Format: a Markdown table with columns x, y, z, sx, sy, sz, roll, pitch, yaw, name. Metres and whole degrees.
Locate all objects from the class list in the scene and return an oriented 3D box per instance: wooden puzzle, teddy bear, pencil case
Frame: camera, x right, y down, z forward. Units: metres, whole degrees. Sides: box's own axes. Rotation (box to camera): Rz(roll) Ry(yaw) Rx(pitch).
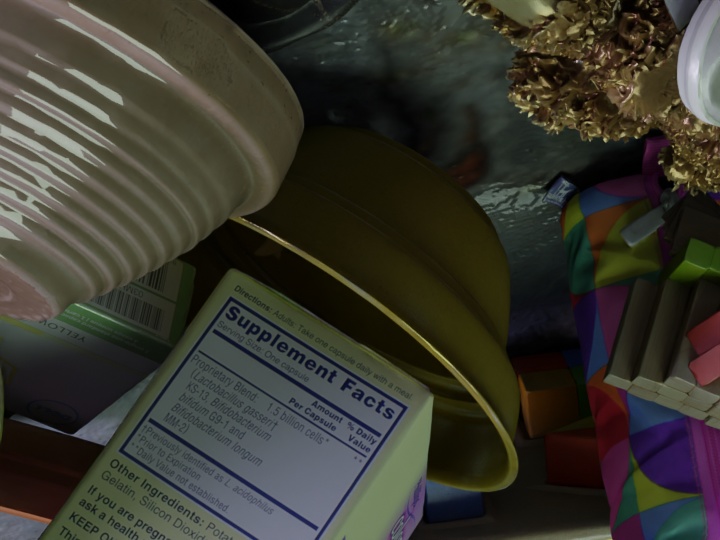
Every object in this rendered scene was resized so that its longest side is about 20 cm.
| x | y | z | sx | sy | sz | roll | pitch | yaw | name |
| --- | --- | --- | --- | --- | --- | --- | --- | --- | --- |
| 0.073 | 0.084 | 1.037 | 0.199 | 0.185 | 0.047 | -12 | 108 | -1 | wooden puzzle |
| 0.120 | -0.099 | 0.804 | 0.199 | 0.067 | 0.145 | 14 | 125 | -35 | teddy bear |
| 0.138 | 0.048 | 0.932 | 0.088 | 0.201 | 0.088 | -7 | 160 | -3 | pencil case |

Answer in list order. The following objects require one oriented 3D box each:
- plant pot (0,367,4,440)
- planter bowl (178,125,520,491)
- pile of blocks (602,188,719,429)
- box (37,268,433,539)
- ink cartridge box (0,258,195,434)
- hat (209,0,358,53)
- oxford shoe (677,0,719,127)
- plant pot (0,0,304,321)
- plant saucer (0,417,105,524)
| x | y | z | sx | sy | sz | roll | pitch | yaw | name |
| --- | --- | --- | --- | --- | --- | --- | --- | --- | --- |
| -0.217 | 0.104 | 0.793 | 0.199 | 0.201 | 0.185 | -8 | 146 | -3 | plant pot |
| 0.000 | 0.000 | 0.872 | 0.200 | 0.084 | 0.201 | 31 | 161 | 12 | planter bowl |
| 0.181 | -0.022 | 0.883 | 0.200 | 0.082 | 0.062 | -45 | 173 | -19 | pile of blocks |
| -0.064 | 0.131 | 0.854 | 0.096 | 0.200 | 0.176 | 31 | 162 | 13 | box |
| -0.178 | 0.025 | 0.885 | 0.145 | 0.048 | 0.200 | 25 | 143 | -23 | ink cartridge box |
| -0.050 | -0.119 | 0.688 | 0.199 | 0.081 | 0.201 | -7 | 151 | -4 | hat |
| 0.205 | -0.104 | 0.757 | 0.199 | 0.058 | 0.076 | -24 | 132 | -12 | oxford shoe |
| -0.125 | -0.045 | 0.693 | 0.200 | 0.093 | 0.201 | 20 | 165 | 6 | plant pot |
| -0.175 | 0.089 | 0.968 | 0.199 | 0.038 | 0.200 | 13 | 170 | 2 | plant saucer |
